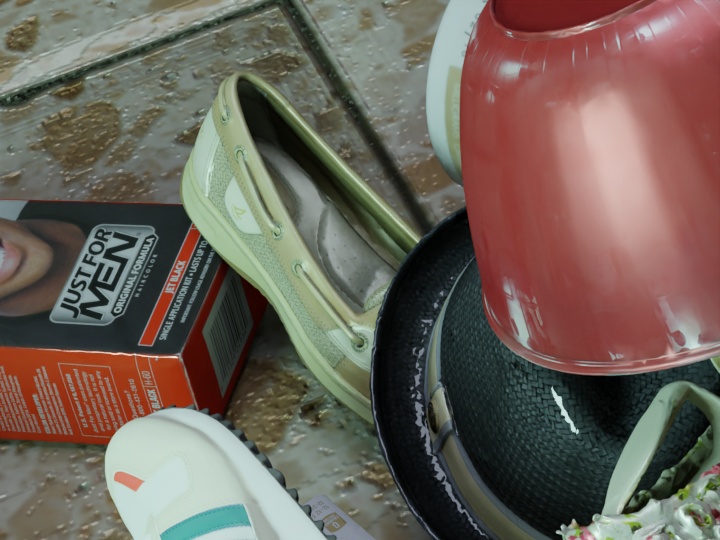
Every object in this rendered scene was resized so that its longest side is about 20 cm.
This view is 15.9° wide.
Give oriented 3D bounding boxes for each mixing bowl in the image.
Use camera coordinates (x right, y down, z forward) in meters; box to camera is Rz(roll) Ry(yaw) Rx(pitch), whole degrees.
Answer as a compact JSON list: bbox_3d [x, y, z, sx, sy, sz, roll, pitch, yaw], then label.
[{"bbox_3d":[0.111,-0.068,0.917,0.199,0.109,0.200,-23,27,12],"label":"mixing bowl"}]

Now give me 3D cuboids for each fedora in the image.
[{"bbox_3d":[0.097,0.031,1.018,0.199,0.092,0.202,4,57,-5],"label":"fedora"}]

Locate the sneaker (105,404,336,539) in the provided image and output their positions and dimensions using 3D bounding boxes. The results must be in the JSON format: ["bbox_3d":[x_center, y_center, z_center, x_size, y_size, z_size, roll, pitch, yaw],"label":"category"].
[{"bbox_3d":[-0.056,0.123,0.919,0.093,0.071,0.200,-27,45,-23],"label":"sneaker"}]

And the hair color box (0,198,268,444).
[{"bbox_3d":[-0.152,0.022,1.170,0.199,0.061,0.102,1,42,18],"label":"hair color box"}]

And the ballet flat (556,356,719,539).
[{"bbox_3d":[0.141,0.054,0.932,0.200,0.064,0.076,-47,7,-33],"label":"ballet flat"}]

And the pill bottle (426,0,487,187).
[{"bbox_3d":[0.141,-0.071,1.146,0.199,0.120,0.120,17,49,32],"label":"pill bottle"}]

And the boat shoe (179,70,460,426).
[{"bbox_3d":[0.001,-0.001,1.105,0.073,0.063,0.201,-25,61,-36],"label":"boat shoe"}]

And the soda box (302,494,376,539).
[{"bbox_3d":[-0.067,0.172,0.971,0.199,0.064,0.068,-32,43,-21],"label":"soda box"}]
